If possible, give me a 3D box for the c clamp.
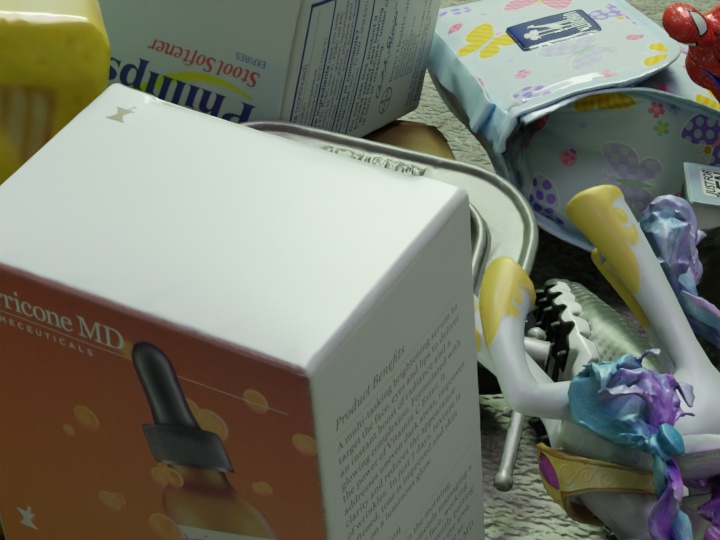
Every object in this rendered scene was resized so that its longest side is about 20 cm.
[{"bbox_3d":[0.000,0.000,1.086,0.199,0.027,0.171,17,52,10],"label":"c clamp"}]

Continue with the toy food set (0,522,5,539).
[{"bbox_3d":[-0.213,0.082,0.962,0.199,0.049,0.198,13,23,15],"label":"toy food set"}]

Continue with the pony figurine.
[{"bbox_3d":[0.127,0.066,0.921,0.192,0.167,0.201,-9,60,-30],"label":"pony figurine"}]

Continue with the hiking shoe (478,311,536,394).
[{"bbox_3d":[-0.004,0.008,1.149,0.100,0.076,0.200,-4,25,-43],"label":"hiking shoe"}]

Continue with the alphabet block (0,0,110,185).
[{"bbox_3d":[-0.207,-0.044,0.948,0.194,0.197,0.200,1,23,-10],"label":"alphabet block"}]

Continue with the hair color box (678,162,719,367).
[{"bbox_3d":[0.256,0.012,1.202,0.199,0.099,0.061,8,23,2],"label":"hair color box"}]

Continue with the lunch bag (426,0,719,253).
[{"bbox_3d":[0.140,-0.083,1.313,0.199,0.128,0.170,18,18,-20],"label":"lunch bag"}]

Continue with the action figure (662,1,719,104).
[{"bbox_3d":[0.241,-0.082,1.211,0.199,0.065,0.099,22,30,-25],"label":"action figure"}]

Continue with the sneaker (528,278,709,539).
[{"bbox_3d":[0.135,0.068,1.086,0.090,0.067,0.200,3,27,-17],"label":"sneaker"}]

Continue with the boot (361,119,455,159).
[{"bbox_3d":[-0.061,-0.073,1.324,0.199,0.066,0.175,2,29,-15],"label":"boot"}]

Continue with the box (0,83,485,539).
[{"bbox_3d":[-0.046,0.057,0.848,0.152,0.201,0.106,18,45,26],"label":"box"}]

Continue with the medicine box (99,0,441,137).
[{"bbox_3d":[-0.075,-0.140,1.256,0.181,0.103,0.200,19,21,18],"label":"medicine box"}]
